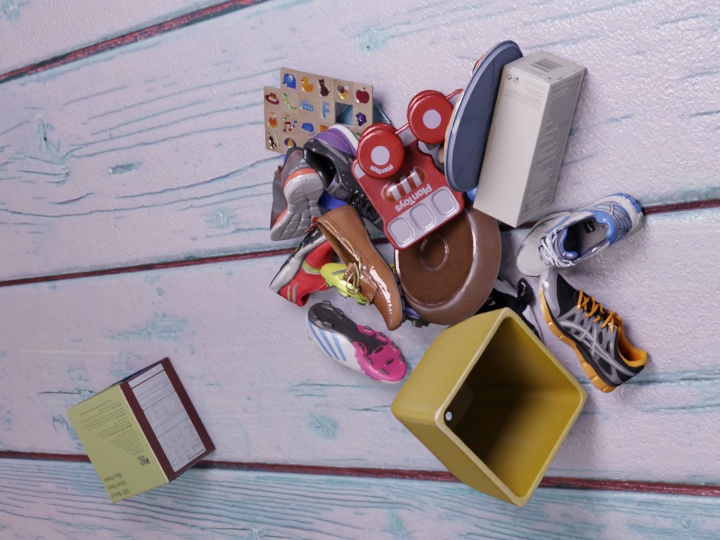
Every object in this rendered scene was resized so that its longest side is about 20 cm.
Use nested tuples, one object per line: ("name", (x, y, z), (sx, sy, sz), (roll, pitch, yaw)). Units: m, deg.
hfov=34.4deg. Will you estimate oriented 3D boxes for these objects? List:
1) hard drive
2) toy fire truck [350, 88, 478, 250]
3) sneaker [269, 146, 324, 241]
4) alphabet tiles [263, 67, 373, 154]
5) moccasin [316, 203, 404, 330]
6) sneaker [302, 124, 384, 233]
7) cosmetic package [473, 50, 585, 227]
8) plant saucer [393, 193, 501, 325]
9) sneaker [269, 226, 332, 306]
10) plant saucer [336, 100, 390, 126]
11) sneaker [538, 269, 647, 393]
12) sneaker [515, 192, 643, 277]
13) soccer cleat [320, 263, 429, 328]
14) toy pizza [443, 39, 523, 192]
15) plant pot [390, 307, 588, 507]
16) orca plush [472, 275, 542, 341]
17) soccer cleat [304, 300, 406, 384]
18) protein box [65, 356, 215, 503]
("hard drive", (-0.031, -0.153, 1.738), (0.198, 0.025, 0.133), (16, 120, 32))
("toy fire truck", (0.091, -0.144, 1.581), (0.199, 0.112, 0.169), (-32, 100, 7))
("sneaker", (-0.100, -0.117, 1.754), (0.200, 0.076, 0.083), (119, 137, -57))
("alphabet tiles", (-0.064, -0.207, 1.715), (0.198, 0.008, 0.169), (17, 120, 31))
("moccasin", (0.000, -0.001, 1.691), (0.203, 0.077, 0.074), (62, 162, 10))
("sneaker", (-0.008, -0.111, 1.654), (0.200, 0.087, 0.076), (48, 131, 8))
("cosmetic package", (0.217, -0.171, 1.503), (0.073, 0.103, 0.202), (28, 124, 27))
("plant saucer", (0.113, -0.024, 1.645), (0.199, 0.034, 0.203), (-5, 82, 46))
("sneaker", (-0.064, -0.014, 1.835), (0.085, 0.077, 0.200), (37, 133, -7))
("plant saucer", (-0.026, -0.188, 1.747), (0.070, 0.019, 0.200), (52, 133, 7))
("sneaker", (0.308, 0.072, 1.552), (0.077, 0.079, 0.200), (-27, 114, 35))
("sneaker", (0.271, -0.040, 1.531), (0.199, 0.085, 0.078), (-32, 89, 43))
("soccer cleat", (0.034, 0.019, 1.760), (0.198, 0.065, 0.085), (22, 99, 20))
("toy pizza", (0.151, -0.197, 1.476), (0.031, 0.200, 0.202), (25, 124, 24))
("plant pot", (0.156, 0.189, 1.635), (0.194, 0.196, 0.199), (45, 155, -21))
("orca plush", (0.181, 0.037, 1.647), (0.105, 0.071, 0.202), (-19, 97, 41))
("soccer cleat", (-0.007, 0.126, 1.852), (0.199, 0.070, 0.087), (36, 144, 23))
("protein box", (-0.417, 0.304, 2.206), (0.198, 0.135, 0.202), (-26, 93, 42))
